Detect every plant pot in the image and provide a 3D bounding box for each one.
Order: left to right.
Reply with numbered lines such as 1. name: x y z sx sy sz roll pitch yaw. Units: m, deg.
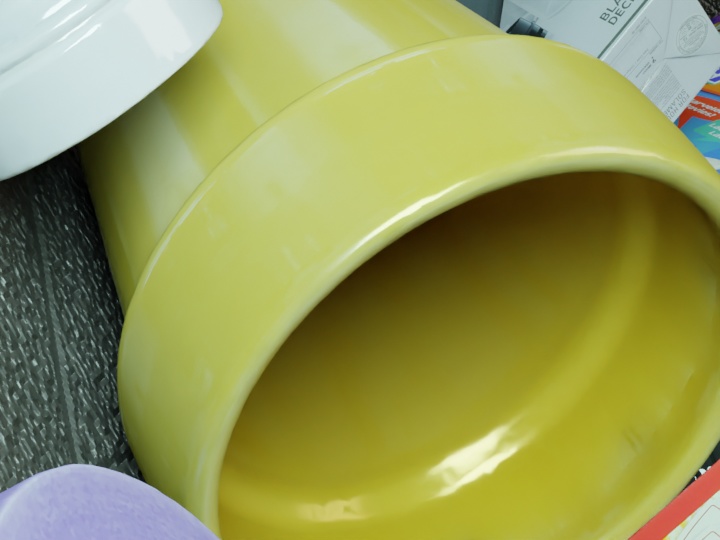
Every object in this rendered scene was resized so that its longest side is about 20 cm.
1. plant pot: 0.000 -0.011 0.808 0.201 0.201 0.189 44 9 -48

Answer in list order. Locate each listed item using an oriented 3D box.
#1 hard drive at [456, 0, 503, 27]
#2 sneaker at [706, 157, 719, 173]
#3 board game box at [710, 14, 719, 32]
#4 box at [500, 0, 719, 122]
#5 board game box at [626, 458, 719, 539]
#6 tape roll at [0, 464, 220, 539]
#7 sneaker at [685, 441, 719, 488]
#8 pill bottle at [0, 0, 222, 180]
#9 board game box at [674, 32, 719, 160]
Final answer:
1. hard drive: 0.032 -0.094 0.961 0.140 0.033 0.201 -96 -167 -72
2. sneaker: 0.122 0.014 1.006 0.199 0.111 0.077 -23 118 -36
3. board game box: 0.162 -0.059 1.368 0.105 0.199 0.103 60 15 -7
4. box: 0.053 -0.107 1.110 0.200 0.117 0.060 34 -8 44
5. board game box: 0.095 0.119 0.831 0.046 0.200 0.151 49 12 11
6. tape roll: -0.054 0.148 0.523 0.200 0.085 0.200 55 16 -23
7. sneaker: 0.098 0.055 1.076 0.200 0.090 0.076 -120 -157 -63
8. pill bottle: -0.128 -0.132 0.703 0.201 0.119 0.120 56 16 -17
9. board game box: 0.132 -0.060 1.175 0.152 0.199 0.045 26 -55 43
